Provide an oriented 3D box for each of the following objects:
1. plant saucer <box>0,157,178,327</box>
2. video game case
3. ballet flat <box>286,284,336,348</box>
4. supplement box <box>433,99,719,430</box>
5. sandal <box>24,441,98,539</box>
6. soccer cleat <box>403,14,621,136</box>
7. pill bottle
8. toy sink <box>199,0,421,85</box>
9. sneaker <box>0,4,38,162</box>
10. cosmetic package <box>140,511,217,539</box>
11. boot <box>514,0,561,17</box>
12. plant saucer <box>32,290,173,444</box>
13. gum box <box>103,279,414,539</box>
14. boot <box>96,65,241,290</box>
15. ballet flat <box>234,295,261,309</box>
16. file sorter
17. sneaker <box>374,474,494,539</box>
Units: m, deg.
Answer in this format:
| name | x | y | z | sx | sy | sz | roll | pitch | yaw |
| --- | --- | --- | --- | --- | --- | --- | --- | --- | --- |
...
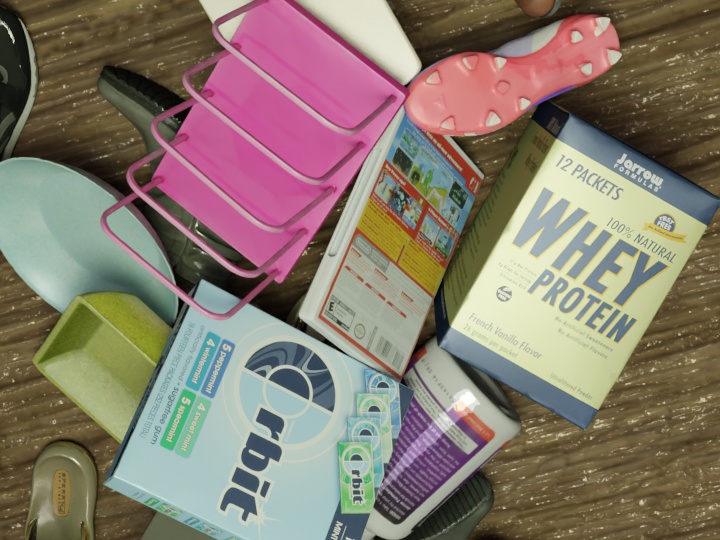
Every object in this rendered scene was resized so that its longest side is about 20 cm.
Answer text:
| name | x | y | z | sx | sy | sz | roll | pitch | yaw |
| --- | --- | --- | --- | --- | --- | --- | --- | --- | --- |
| plant saucer | -0.231 | -0.026 | 1.150 | 0.199 | 0.039 | 0.202 | 20 | 140 | 18 |
| video game case | 0.030 | -0.024 | 1.098 | 0.017 | 0.143 | 0.202 | 13 | 73 | 37 |
| ballet flat | 0.000 | 0.000 | 1.161 | 0.067 | 0.062 | 0.201 | 30 | 101 | -3 |
| supplement box | 0.164 | -0.014 | 1.087 | 0.133 | 0.200 | 0.201 | 28 | 100 | -4 |
| sandal | -0.275 | 0.260 | 1.237 | 0.079 | 0.054 | 0.203 | 1 | 101 | 3 |
| soccer cleat | 0.119 | -0.157 | 1.092 | 0.198 | 0.076 | 0.067 | -24 | 99 | -16 |
| pill bottle | 0.034 | 0.161 | 1.173 | 0.200 | 0.111 | 0.111 | -44 | 96 | 9 |
| toy sink | -0.048 | -0.220 | 1.104 | 0.129 | 0.112 | 0.201 | -31 | 98 | 9 |
| sneaker | -0.329 | -0.127 | 1.149 | 0.075 | 0.088 | 0.203 | 13 | 101 | 1 |
| cosmetic package | -0.142 | 0.274 | 1.158 | 0.106 | 0.200 | 0.086 | 2 | 100 | 5 |
| boot | 0.062 | -0.273 | 1.055 | 0.198 | 0.068 | 0.191 | -21 | 101 | -32 |
| plant saucer | -0.177 | 0.103 | 1.159 | 0.200 | 0.200 | 0.048 | 42 | 59 | -5 |
| gum box | -0.075 | 0.130 | 1.054 | 0.198 | 0.045 | 0.171 | 27 | 65 | -12 |
| boot | -0.172 | -0.073 | 1.164 | 0.199 | 0.068 | 0.131 | 38 | 104 | -4 |
| ballet flat | -0.094 | 0.120 | 1.196 | 0.067 | 0.062 | 0.203 | -13 | 100 | 5 |
| file sorter | -0.086 | -0.084 | 1.017 | 0.138 | 0.125 | 0.201 | 38 | 120 | 3 |
| sneaker | 0.053 | 0.266 | 1.220 | 0.199 | 0.074 | 0.089 | -40 | 114 | 8 |
